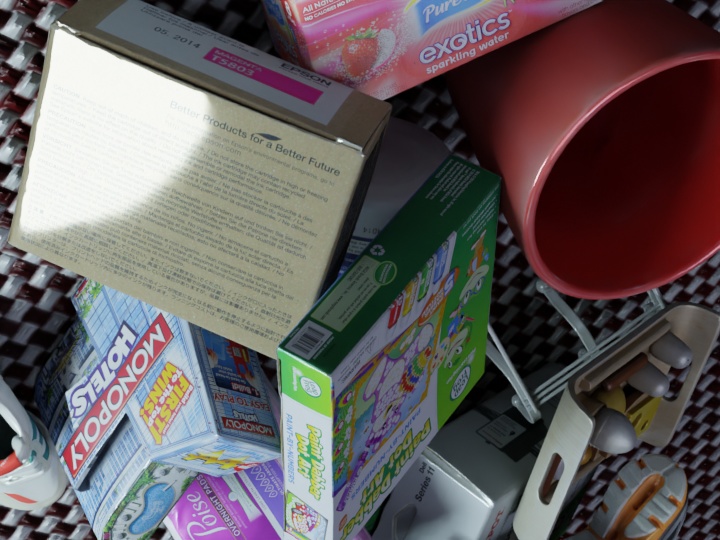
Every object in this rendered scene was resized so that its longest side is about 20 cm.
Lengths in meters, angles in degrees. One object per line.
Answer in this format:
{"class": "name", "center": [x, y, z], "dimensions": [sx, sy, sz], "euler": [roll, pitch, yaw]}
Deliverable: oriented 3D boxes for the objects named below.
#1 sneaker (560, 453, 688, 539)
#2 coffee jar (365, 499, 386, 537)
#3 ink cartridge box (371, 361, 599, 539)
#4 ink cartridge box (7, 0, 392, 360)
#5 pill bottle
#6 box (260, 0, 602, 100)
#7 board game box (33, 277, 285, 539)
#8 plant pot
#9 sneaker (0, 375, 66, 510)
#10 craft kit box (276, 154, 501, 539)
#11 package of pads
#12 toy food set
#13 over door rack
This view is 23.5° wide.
{"class": "sneaker", "center": [0.204, 0.243, 1.440], "dimensions": [0.200, 0.078, 0.077], "euler": [-44, 150, 1]}
{"class": "coffee jar", "center": [-0.018, 0.150, 1.358], "dimensions": [0.104, 0.085, 0.200], "euler": [1, 127, -30]}
{"class": "ink cartridge box", "center": [0.108, 0.179, 1.406], "dimensions": [0.200, 0.083, 0.147], "euler": [-24, 144, -47]}
{"class": "ink cartridge box", "center": [-0.100, -0.058, 1.056], "dimensions": [0.200, 0.075, 0.165], "euler": [24, 123, 5]}
{"class": "pill bottle", "center": [0.000, 0.000, 1.216], "dimensions": [0.111, 0.111, 0.200], "euler": [-11, 132, -22]}
{"class": "box", "center": [0.040, -0.191, 1.082], "dimensions": [0.200, 0.095, 0.103], "euler": [-24, 135, -9]}
{"class": "board game box", "center": [-0.137, 0.084, 1.146], "dimensions": [0.062, 0.200, 0.200], "euler": [20, 116, -41]}
{"class": "plant pot", "center": [0.157, -0.109, 1.163], "dimensions": [0.200, 0.177, 0.201], "euler": [-17, 134, -18]}
{"class": "sneaker", "center": [-0.253, 0.123, 1.190], "dimensions": [0.070, 0.093, 0.200], "euler": [-27, 136, -6]}
{"class": "craft kit box", "center": [0.019, 0.059, 1.116], "dimensions": [0.200, 0.048, 0.198], "euler": [-48, 156, -34]}
{"class": "package of pads", "center": [-0.085, 0.163, 1.267], "dimensions": [0.120, 0.076, 0.200], "euler": [-33, 96, 0]}
{"class": "toy food set", "center": [0.202, 0.122, 1.326], "dimensions": [0.200, 0.060, 0.144], "euler": [-28, 144, -44]}
{"class": "over door rack", "center": [0.146, 0.002, 1.337], "dimensions": [0.148, 0.067, 0.200], "euler": [-35, 124, -9]}
